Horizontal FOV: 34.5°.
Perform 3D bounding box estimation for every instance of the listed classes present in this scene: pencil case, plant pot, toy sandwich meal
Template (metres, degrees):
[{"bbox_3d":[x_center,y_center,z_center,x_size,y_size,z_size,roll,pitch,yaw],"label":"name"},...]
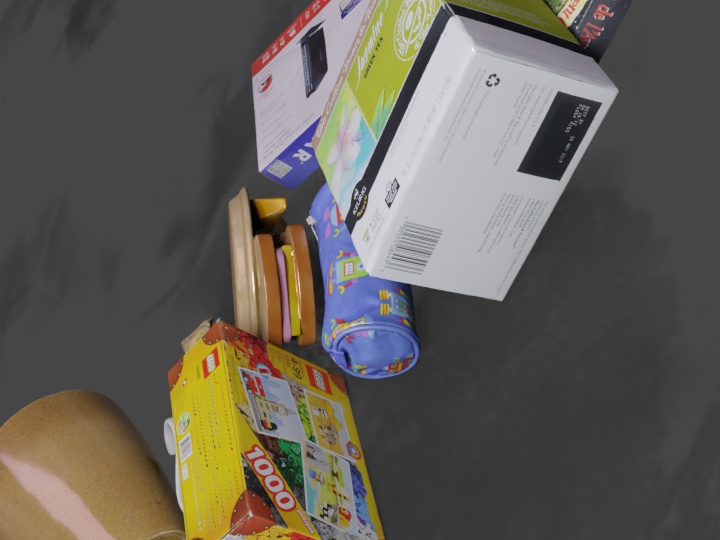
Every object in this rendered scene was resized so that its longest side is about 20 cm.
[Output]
[{"bbox_3d":[0.000,0.000,1.024,0.086,0.078,0.201,-12,49,5],"label":"pencil case"},{"bbox_3d":[-0.253,0.245,1.128,0.199,0.186,0.188,30,92,42],"label":"plant pot"},{"bbox_3d":[-0.087,0.011,1.116,0.205,0.069,0.208,176,90,-83],"label":"toy sandwich meal"}]

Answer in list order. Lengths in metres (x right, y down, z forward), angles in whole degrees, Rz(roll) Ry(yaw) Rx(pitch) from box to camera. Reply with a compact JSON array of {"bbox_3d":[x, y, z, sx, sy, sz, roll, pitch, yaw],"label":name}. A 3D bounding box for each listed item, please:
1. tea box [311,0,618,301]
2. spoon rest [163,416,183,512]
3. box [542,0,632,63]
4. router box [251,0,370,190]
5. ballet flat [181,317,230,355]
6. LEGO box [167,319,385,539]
[{"bbox_3d":[0.072,-0.121,0.928,0.201,0.132,0.197,-64,29,29],"label":"tea box"},{"bbox_3d":[-0.142,0.181,1.095,0.099,0.061,0.200,-29,27,-20],"label":"spoon rest"},{"bbox_3d":[0.180,-0.257,0.957,0.201,0.037,0.137,-64,31,25],"label":"box"},{"bbox_3d":[-0.034,-0.215,1.241,0.200,0.049,0.181,-39,41,30],"label":"router box"},{"bbox_3d":[-0.151,0.107,1.124,0.071,0.070,0.200,-54,15,12],"label":"ballet flat"},{"bbox_3d":[-0.070,0.159,0.951,0.077,0.148,0.201,-43,39,24],"label":"LEGO box"}]
